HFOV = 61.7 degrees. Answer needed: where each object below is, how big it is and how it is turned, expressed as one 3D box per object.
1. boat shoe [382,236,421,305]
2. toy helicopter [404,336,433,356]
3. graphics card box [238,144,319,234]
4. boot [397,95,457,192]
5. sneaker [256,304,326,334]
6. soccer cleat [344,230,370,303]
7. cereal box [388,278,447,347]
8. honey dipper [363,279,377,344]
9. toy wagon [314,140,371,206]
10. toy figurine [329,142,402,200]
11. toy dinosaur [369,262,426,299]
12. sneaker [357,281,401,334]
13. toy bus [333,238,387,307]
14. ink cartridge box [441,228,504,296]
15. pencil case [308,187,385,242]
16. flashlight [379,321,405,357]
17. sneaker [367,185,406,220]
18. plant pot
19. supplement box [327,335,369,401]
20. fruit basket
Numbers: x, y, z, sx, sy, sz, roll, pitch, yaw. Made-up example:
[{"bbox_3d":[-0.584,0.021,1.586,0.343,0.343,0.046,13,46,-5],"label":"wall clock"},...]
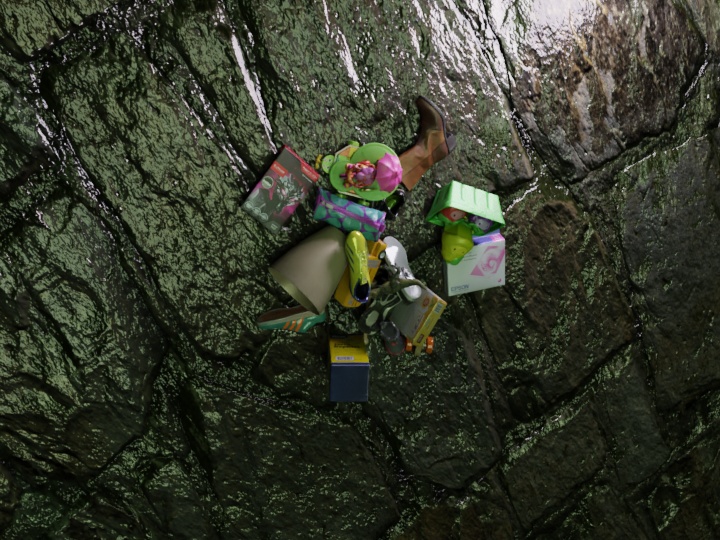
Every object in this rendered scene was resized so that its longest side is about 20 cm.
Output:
[{"bbox_3d":[0.103,0.003,1.714,0.070,0.064,0.203,-10,69,-32],"label":"boat shoe"},{"bbox_3d":[0.174,0.152,1.796,0.077,0.132,0.205,5,81,0],"label":"toy helicopter"},{"bbox_3d":[-0.214,-0.212,1.590,0.125,0.051,0.201,38,94,-23],"label":"graphics card box"},{"bbox_3d":[0.148,-0.348,1.649,0.199,0.068,0.189,-40,126,-6],"label":"boot"},{"bbox_3d":[-0.192,0.149,1.697,0.196,0.072,0.081,-10,114,-9],"label":"sneaker"},{"bbox_3d":[-0.001,-0.007,1.587,0.063,0.084,0.204,-11,122,-12],"label":"soccer cleat"},{"bbox_3d":[0.154,0.111,1.719,0.039,0.200,0.145,26,99,-27],"label":"cereal box"},{"bbox_3d":[0.022,0.125,1.773,0.037,0.038,0.204,0,108,-16],"label":"honey dipper"},{"bbox_3d":[-0.026,-0.266,1.622,0.196,0.040,0.158,13,94,-14],"label":"toy wagon"},{"bbox_3d":[0.028,-0.247,1.520,0.196,0.184,0.154,-7,99,-8],"label":"toy figurine"},{"bbox_3d":[0.091,0.025,1.652,0.047,0.198,0.090,-31,104,-48],"label":"toy dinosaur"},{"bbox_3d":[0.063,0.107,1.752,0.077,0.089,0.200,38,73,13],"label":"sneaker"},{"bbox_3d":[0.000,0.000,1.691,0.077,0.065,0.203,3,118,-45],"label":"toy bus"},{"bbox_3d":[0.343,-0.037,1.817,0.192,0.043,0.204,-11,111,-13],"label":"ink cartridge box"},{"bbox_3d":[-0.032,-0.145,1.595,0.196,0.092,0.087,20,88,-5],"label":"pencil case"},{"bbox_3d":[0.095,0.201,1.737,0.066,0.200,0.069,-2,72,6],"label":"flashlight"},{"bbox_3d":[0.051,-0.161,1.665,0.199,0.087,0.074,-41,113,-1],"label":"sneaker"},{"bbox_3d":[-0.115,-0.017,1.624,0.201,0.187,0.188,-49,114,-13],"label":"plant pot"},{"bbox_3d":[-0.037,0.272,1.703,0.107,0.200,0.111,1,108,-6],"label":"supplement box"},{"bbox_3d":[0.290,-0.123,1.710,0.211,0.155,0.220,6,76,-22],"label":"fruit basket"}]
